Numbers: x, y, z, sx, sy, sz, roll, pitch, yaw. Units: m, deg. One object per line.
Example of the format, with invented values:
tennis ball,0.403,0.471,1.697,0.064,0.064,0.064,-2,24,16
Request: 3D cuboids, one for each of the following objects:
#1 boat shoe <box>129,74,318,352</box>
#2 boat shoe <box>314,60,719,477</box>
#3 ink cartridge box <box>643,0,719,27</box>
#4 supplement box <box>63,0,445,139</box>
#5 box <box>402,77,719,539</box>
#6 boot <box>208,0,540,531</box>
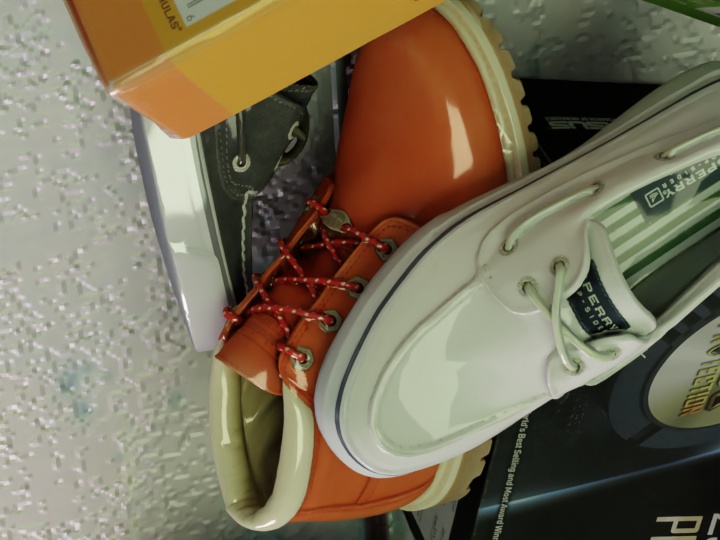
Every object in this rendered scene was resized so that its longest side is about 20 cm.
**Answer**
boat shoe,-0.048,-0.065,0.770,0.066,0.070,0.200,-12,116,-8
boat shoe,0.071,0.000,0.731,0.200,0.067,0.074,-42,114,-4
ink cartridge box,0.141,-0.189,0.749,0.148,0.076,0.200,15,87,-24
supplement box,0.008,-0.117,0.664,0.200,0.069,0.067,-26,164,8
box,0.117,0.034,0.865,0.163,0.086,0.200,2,120,-19
boot,0.000,0.000,0.772,0.107,0.075,0.200,-9,113,-39
